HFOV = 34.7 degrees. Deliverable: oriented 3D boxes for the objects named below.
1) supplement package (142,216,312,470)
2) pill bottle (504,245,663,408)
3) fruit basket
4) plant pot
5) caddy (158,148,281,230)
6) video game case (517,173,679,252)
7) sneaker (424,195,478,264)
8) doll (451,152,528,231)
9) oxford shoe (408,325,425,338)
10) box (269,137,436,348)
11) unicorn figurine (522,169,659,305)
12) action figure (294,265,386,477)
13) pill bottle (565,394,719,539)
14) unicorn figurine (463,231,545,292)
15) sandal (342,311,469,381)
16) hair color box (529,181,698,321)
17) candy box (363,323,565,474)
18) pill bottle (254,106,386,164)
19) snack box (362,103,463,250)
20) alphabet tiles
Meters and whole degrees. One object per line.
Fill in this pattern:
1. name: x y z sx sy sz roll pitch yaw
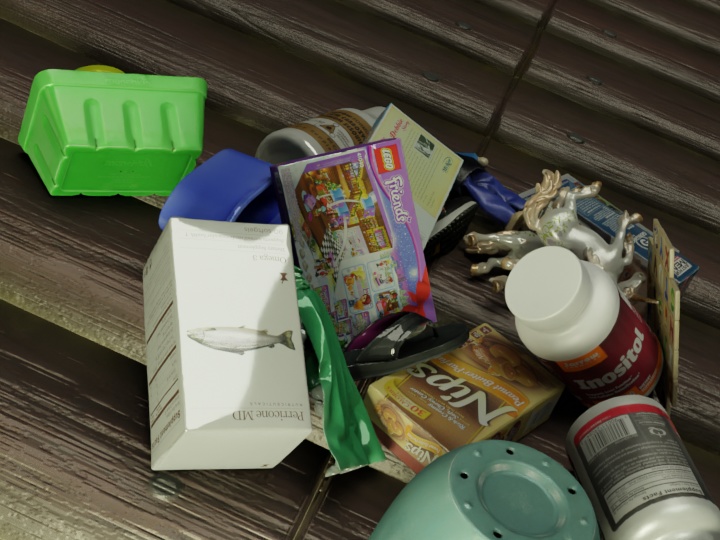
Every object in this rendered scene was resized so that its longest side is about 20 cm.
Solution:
1. supplement package: -0.124 0.068 1.034 0.116 0.117 0.201 3 63 -24
2. pill bottle: 0.233 0.061 1.210 0.200 0.113 0.113 42 15 -43
3. fruit basket: -0.293 -0.187 1.344 0.215 0.156 0.216 14 52 -19
4. plant pot: 0.103 0.237 0.941 0.200 0.161 0.201 13 35 -9
5. caddy: -0.131 -0.040 1.215 0.105 0.142 0.200 25 35 12
6. video game case: 0.322 -0.058 1.580 0.200 0.018 0.143 39 39 25
7. sneaker: 0.068 -0.059 1.404 0.090 0.070 0.200 36 39 16
8. doll: 0.140 -0.120 1.544 0.200 0.049 0.136 38 37 23
9. oxford shoe: 0.000 0.000 1.303 0.200 0.058 0.075 37 39 24
10. box: -0.006 -0.026 1.198 0.136 0.201 0.039 -14 10 -17
11. unicorn figurine: 0.273 -0.028 1.332 0.199 0.074 0.137 28 53 20
12. action figure: -0.038 0.090 1.075 0.118 0.054 0.201 26 45 -73
13. pill bottle: 0.275 0.224 1.091 0.110 0.111 0.200 7 37 -19
14. unicorn figurine: 0.212 0.001 1.382 0.137 0.074 0.200 -1 41 -24
15. sandal: 0.018 0.075 1.156 0.200 0.048 0.075 -14 11 -16
16. hair color box: 0.307 -0.013 1.438 0.200 0.100 0.060 37 38 23
17. candy box: 0.105 0.135 1.173 0.115 0.055 0.200 38 38 26
18. pill bottle: -0.028 -0.139 1.425 0.114 0.115 0.200 36 37 22
19. snack box: 0.043 -0.101 1.339 0.116 0.037 0.200 37 42 -9
20. alphabet tiles: 0.332 0.053 1.270 0.006 0.201 0.167 -3 21 4
